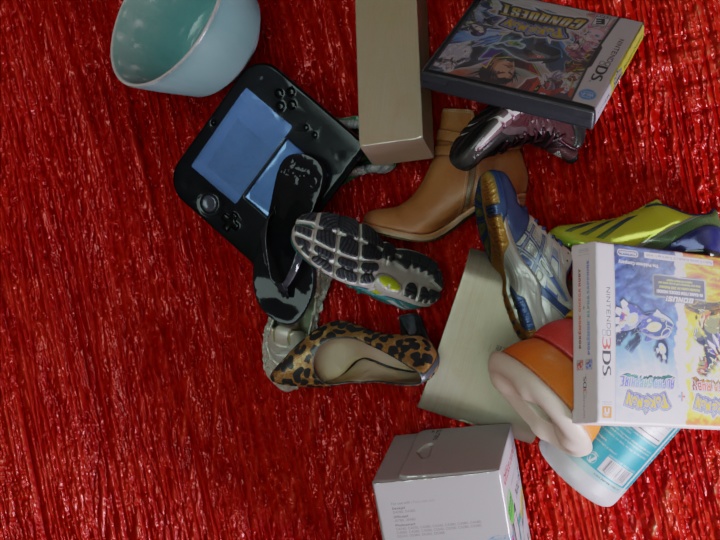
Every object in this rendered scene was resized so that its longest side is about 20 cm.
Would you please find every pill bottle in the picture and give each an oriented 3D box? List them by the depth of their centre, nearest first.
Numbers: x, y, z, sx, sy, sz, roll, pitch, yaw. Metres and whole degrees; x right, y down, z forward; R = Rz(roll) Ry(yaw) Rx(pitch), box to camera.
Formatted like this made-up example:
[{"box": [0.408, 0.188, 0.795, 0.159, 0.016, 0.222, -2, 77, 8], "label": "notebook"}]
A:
[{"box": [0.300, 0.157, 1.363, 0.111, 0.111, 0.200, 41, 100, 10], "label": "pill bottle"}]

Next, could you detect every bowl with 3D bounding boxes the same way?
[{"box": [-0.196, -0.288, 1.455, 0.200, 0.105, 0.202, -20, 59, 36], "label": "bowl"}]

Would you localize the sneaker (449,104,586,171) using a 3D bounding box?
[{"box": [0.193, -0.150, 1.364, 0.200, 0.076, 0.116, -46, 104, -26], "label": "sneaker"}]

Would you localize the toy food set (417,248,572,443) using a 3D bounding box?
[{"box": [0.164, 0.091, 1.430, 0.142, 0.060, 0.202, 18, 97, 1], "label": "toy food set"}]

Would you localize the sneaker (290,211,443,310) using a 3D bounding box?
[{"box": [0.000, 0.000, 1.411, 0.199, 0.079, 0.078, 27, 62, -24], "label": "sneaker"}]

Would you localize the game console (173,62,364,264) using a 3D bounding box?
[{"box": [-0.114, -0.125, 1.450, 0.177, 0.031, 0.200, 42, 105, 12], "label": "game console"}]

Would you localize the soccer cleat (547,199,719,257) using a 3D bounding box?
[{"box": [0.311, -0.041, 1.388, 0.198, 0.065, 0.084, 3, 69, 17], "label": "soccer cleat"}]

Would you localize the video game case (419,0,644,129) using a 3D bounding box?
[{"box": [0.192, -0.239, 1.346, 0.199, 0.181, 0.026, 17, 139, 21], "label": "video game case"}]

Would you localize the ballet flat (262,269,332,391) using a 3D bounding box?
[{"box": [-0.083, 0.050, 1.480, 0.071, 0.072, 0.202, 16, 96, 13], "label": "ballet flat"}]

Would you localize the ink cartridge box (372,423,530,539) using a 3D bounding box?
[{"box": [0.110, 0.296, 1.378, 0.145, 0.147, 0.202, -8, 102, 14], "label": "ink cartridge box"}]

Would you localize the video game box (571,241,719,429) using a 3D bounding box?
[{"box": [0.308, 0.071, 1.261, 0.199, 0.047, 0.184, 5, 83, -28], "label": "video game box"}]

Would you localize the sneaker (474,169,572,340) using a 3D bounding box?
[{"box": [0.191, -0.022, 1.366, 0.087, 0.075, 0.202, -19, 95, -9], "label": "sneaker"}]

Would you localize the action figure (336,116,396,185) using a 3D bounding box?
[{"box": [-0.026, -0.145, 1.466, 0.198, 0.055, 0.119, -6, 93, 13], "label": "action figure"}]

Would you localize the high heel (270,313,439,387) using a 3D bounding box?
[{"box": [-0.009, 0.112, 1.405, 0.198, 0.143, 0.072, -19, 112, 1], "label": "high heel"}]

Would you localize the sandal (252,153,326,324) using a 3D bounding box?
[{"box": [-0.088, -0.036, 1.419, 0.075, 0.043, 0.202, 8, 98, 14], "label": "sandal"}]

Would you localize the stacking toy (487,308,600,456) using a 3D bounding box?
[{"box": [0.248, 0.086, 1.306, 0.200, 0.146, 0.146, -43, 81, -10], "label": "stacking toy"}]

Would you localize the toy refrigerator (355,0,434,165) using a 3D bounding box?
[{"box": [0.040, -0.229, 1.415, 0.075, 0.070, 0.202, -7, 72, 14], "label": "toy refrigerator"}]

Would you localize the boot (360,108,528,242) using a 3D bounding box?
[{"box": [0.096, -0.112, 1.429, 0.198, 0.074, 0.156, -1, 91, 4], "label": "boot"}]
